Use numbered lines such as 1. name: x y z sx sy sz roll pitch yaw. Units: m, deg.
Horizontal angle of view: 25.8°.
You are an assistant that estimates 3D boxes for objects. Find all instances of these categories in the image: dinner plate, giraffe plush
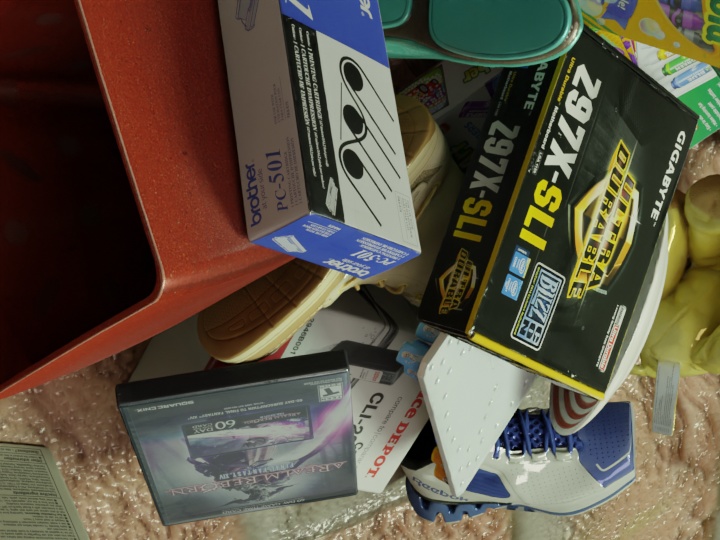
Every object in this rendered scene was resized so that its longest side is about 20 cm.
1. dinner plate: 0.186 0.027 1.147 0.024 0.200 0.201 18 118 -6
2. giraffe plush: 0.296 0.024 1.249 0.162 0.172 0.201 -7 121 -53

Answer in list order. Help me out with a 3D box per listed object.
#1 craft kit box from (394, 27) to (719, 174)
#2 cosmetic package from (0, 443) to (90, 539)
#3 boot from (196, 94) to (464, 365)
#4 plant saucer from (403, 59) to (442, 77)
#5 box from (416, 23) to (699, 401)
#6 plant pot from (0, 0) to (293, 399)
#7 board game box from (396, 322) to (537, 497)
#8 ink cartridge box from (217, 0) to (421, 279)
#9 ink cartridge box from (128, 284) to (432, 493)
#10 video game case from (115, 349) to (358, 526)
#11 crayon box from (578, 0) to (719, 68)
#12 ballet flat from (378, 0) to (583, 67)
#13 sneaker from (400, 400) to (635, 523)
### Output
1. craft kit box: 0.138 -0.108 1.069 0.197 0.049 0.200 -33 144 18
2. cosmetic package: -0.231 0.203 1.033 0.105 0.200 0.071 10 119 -35
3. boot: 0.000 0.000 1.011 0.200 0.073 0.155 -50 145 -1
4. plant saucer: 0.113 -0.193 1.040 0.199 0.029 0.201 -16 131 -20
5. box: 0.128 -0.036 0.983 0.159 0.049 0.201 26 82 -45
6. plant pot: -0.123 -0.058 0.868 0.176 0.201 0.200 -8 166 -45
7. board game box: 0.098 0.032 1.075 0.200 0.026 0.200 -55 155 -21
8. ink cartridge box: -0.026 -0.102 0.830 0.044 0.201 0.094 -23 154 32
9. ink cartridge box: -0.041 0.069 1.118 0.199 0.084 0.145 14 117 -37
10. video game case: -0.075 0.114 1.036 0.142 0.019 0.200 -9 149 -3
11. crayon box: 0.170 -0.188 0.887 0.052 0.199 0.126 -56 156 -31
12. ballet flat: 0.049 -0.156 0.942 0.070 0.199 0.068 -1 98 -61
13. sneaker: 0.110 0.136 1.220 0.198 0.081 0.115 -14 141 19
